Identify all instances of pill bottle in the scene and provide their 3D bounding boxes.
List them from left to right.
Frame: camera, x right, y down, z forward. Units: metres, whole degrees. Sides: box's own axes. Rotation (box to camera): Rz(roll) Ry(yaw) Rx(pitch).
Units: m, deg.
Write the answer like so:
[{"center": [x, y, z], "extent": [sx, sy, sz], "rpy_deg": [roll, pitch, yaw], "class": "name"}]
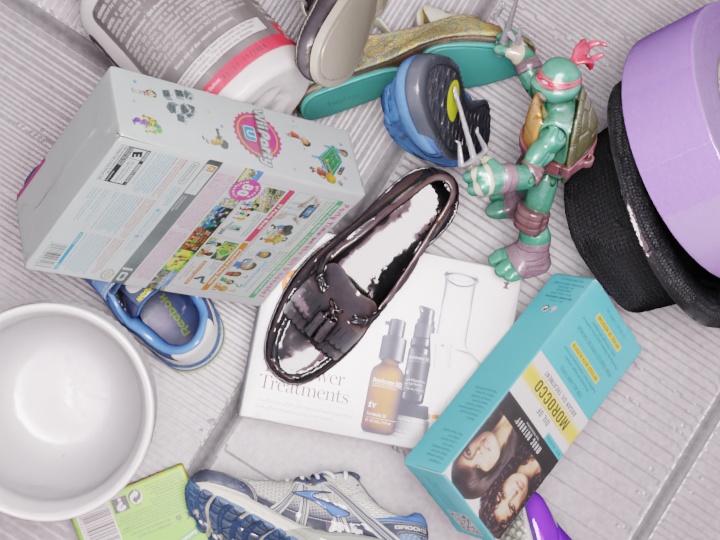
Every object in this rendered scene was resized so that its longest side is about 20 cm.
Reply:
[{"center": [-0.137, -0.184, 1.200], "extent": [0.111, 0.111, 0.200], "rpy_deg": [-42, 78, -4], "class": "pill bottle"}]

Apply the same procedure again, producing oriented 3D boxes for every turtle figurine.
[{"center": [0.124, -0.096, 1.190], "extent": [0.100, 0.201, 0.150], "rpy_deg": [13, 47, 13], "class": "turtle figurine"}]

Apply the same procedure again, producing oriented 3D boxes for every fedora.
[{"center": [0.219, -0.042, 1.245], "extent": [0.091, 0.200, 0.202], "rpy_deg": [-25, 94, 38], "class": "fedora"}]

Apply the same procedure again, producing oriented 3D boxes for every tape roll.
[{"center": [0.279, -0.096, 1.216], "extent": [0.065, 0.200, 0.202], "rpy_deg": [-24, 94, 37], "class": "tape roll"}]

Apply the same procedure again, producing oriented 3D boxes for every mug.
[{"center": [-0.241, 0.081, 1.173], "extent": [0.199, 0.175, 0.148], "rpy_deg": [33, 87, -5], "class": "mug"}]

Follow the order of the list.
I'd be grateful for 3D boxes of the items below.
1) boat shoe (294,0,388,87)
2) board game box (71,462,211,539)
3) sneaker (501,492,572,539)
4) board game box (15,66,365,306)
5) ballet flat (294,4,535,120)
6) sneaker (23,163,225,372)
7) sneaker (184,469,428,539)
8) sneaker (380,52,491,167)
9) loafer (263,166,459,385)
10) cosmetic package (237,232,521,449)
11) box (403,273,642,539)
[{"center": [-0.022, -0.198, 1.200], "extent": [0.062, 0.201, 0.073], "rpy_deg": [13, 128, 10], "class": "boat shoe"}, {"center": [-0.146, 0.261, 1.259], "extent": [0.095, 0.030, 0.202], "rpy_deg": [-21, 90, -5], "class": "board game box"}, {"center": [0.180, 0.254, 1.277], "extent": [0.099, 0.070, 0.202], "rpy_deg": [-23, 97, -12], "class": "sneaker"}, {"center": [-0.120, -0.052, 1.141], "extent": [0.199, 0.148, 0.065], "rpy_deg": [12, 48, -36], "class": "board game box"}, {"center": [0.035, -0.170, 1.257], "extent": [0.198, 0.071, 0.071], "rpy_deg": [-13, 92, -7], "class": "ballet flat"}, {"center": [-0.176, -0.007, 1.225], "extent": [0.074, 0.082, 0.200], "rpy_deg": [-44, 93, -2], "class": "sneaker"}, {"center": [-0.038, 0.192, 1.248], "extent": [0.198, 0.077, 0.086], "rpy_deg": [22, 48, -2], "class": "sneaker"}, {"center": [0.041, -0.115, 1.189], "extent": [0.078, 0.200, 0.067], "rpy_deg": [10, 87, 15], "class": "sneaker"}, {"center": [0.000, 0.000, 1.204], "extent": [0.072, 0.063, 0.200], "rpy_deg": [41, 84, -3], "class": "loafer"}, {"center": [0.015, 0.056, 1.262], "extent": [0.198, 0.052, 0.153], "rpy_deg": [11, 87, -6], "class": "cosmetic package"}, {"center": [0.126, 0.101, 1.231], "extent": [0.200, 0.049, 0.083], "rpy_deg": [-49, 120, -21], "class": "box"}]
